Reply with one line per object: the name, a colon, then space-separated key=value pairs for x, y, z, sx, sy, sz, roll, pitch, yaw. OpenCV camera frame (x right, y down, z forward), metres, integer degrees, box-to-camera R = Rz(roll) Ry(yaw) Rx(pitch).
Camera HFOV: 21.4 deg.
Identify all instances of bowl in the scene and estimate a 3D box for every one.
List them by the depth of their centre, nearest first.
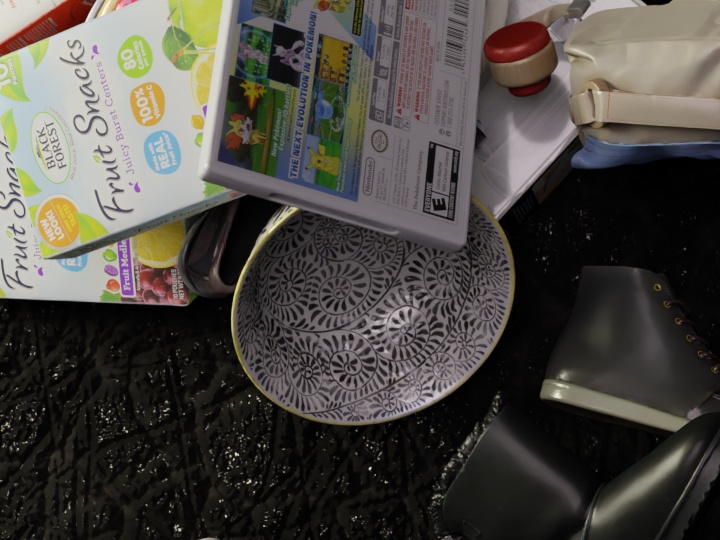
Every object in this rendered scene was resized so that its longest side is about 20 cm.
bowl: x=0.000 y=0.000 z=1.329 sx=0.200 sy=0.201 sz=0.094 roll=-30 pitch=34 yaw=4

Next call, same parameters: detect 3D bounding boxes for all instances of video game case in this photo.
video game case: x=-0.007 y=-0.126 z=1.238 sx=0.181 sy=0.022 sz=0.202 roll=16 pitch=64 yaw=-19

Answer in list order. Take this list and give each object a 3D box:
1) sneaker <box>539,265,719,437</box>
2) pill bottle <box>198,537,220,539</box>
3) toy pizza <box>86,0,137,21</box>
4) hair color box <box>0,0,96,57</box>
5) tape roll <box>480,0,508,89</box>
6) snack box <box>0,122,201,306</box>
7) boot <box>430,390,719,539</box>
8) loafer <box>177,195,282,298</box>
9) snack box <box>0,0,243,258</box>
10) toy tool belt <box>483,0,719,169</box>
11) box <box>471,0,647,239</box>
sneaker: x=0.227 y=0.061 z=1.293 sx=0.198 sy=0.075 sz=0.107 roll=14 pitch=83 yaw=16
pill bottle: x=-0.079 y=0.290 z=1.290 sx=0.113 sy=0.113 sz=0.200 roll=-41 pitch=71 yaw=1
toy pizza: x=-0.118 y=-0.143 z=1.411 sx=0.198 sy=0.032 sz=0.202 roll=0 pitch=93 yaw=9
hair color box: x=-0.257 y=-0.225 z=1.478 sx=0.199 sy=0.061 sz=0.102 roll=-32 pitch=72 yaw=5
tape roll: x=0.004 y=-0.188 z=1.338 sx=0.201 sy=0.037 sz=0.205 roll=0 pitch=75 yaw=1
snack box: x=-0.215 y=-0.051 z=1.401 sx=0.198 sy=0.053 sz=0.144 roll=3 pitch=108 yaw=13
boot: x=0.146 y=0.139 z=1.260 sx=0.162 sy=0.073 sz=0.199 roll=35 pitch=118 yaw=18
loafer: x=-0.058 y=-0.067 z=1.354 sx=0.072 sy=0.063 sz=0.201 roll=32 pitch=84 yaw=-22
snack box: x=-0.142 y=-0.105 z=1.297 sx=0.198 sy=0.053 sz=0.144 roll=-18 pitch=86 yaw=19
toy tool belt: x=0.185 y=-0.107 z=1.265 sx=0.198 sy=0.124 sz=0.125 roll=-1 pitch=32 yaw=31
box: x=0.120 y=-0.127 z=1.370 sx=0.200 sy=0.060 sz=0.117 roll=-46 pitch=73 yaw=-1
